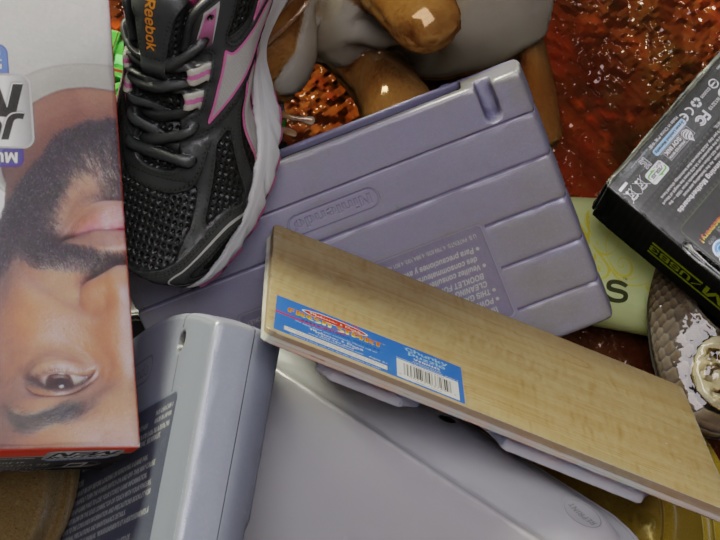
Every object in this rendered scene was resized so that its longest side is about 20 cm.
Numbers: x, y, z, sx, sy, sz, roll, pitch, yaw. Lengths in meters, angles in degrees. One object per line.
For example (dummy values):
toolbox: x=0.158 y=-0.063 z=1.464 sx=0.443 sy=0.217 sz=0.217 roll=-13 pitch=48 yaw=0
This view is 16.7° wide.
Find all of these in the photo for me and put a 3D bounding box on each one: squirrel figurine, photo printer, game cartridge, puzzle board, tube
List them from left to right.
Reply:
game cartridge: x=-0.089 y=0.091 z=1.030 sx=0.041 sy=0.200 sz=0.133 roll=21 pitch=68 yaw=-18
squirrel figurine: x=-0.013 y=-0.147 z=1.152 sx=0.186 sy=0.142 sz=0.200 roll=-12 pitch=56 yaw=-12
game cartridge: x=0.000 y=0.000 z=1.100 sx=0.200 sy=0.038 sz=0.130 roll=-20 pitch=110 yaw=5
photo printer: x=0.018 y=0.140 z=1.021 sx=0.200 sy=0.069 sz=0.167 roll=32 pitch=114 yaw=26
puzzle board: x=0.051 y=0.043 z=1.019 sx=0.200 sy=0.151 sz=0.017 roll=21 pitch=105 yaw=-7
tube: x=0.076 y=-0.009 z=1.154 sx=0.199 sy=0.052 sz=0.058 roll=7 pitch=112 yaw=-10

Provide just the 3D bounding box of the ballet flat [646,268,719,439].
ballet flat: x=0.180 y=-0.017 z=1.152 sx=0.067 sy=0.046 sz=0.200 roll=24 pitch=63 yaw=-20

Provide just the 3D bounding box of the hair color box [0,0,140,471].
hair color box: x=-0.156 y=-0.019 z=1.004 sx=0.111 sy=0.064 sz=0.201 roll=-1 pitch=77 yaw=-22

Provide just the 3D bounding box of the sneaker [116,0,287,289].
sneaker: x=-0.077 y=-0.094 z=1.033 sx=0.080 sy=0.086 sz=0.201 roll=11 pitch=92 yaw=20

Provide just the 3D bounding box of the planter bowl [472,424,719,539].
planter bowl: x=0.083 y=0.118 z=1.091 sx=0.200 sy=0.083 sz=0.201 roll=2 pitch=71 yaw=-5

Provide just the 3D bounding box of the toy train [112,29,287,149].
toy train: x=-0.127 y=-0.090 z=1.170 sx=0.199 sy=0.042 sz=0.057 roll=16 pitch=58 yaw=0

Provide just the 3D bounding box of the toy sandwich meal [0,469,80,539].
toy sandwich meal: x=-0.212 y=0.066 z=1.070 sx=0.205 sy=0.070 sz=0.206 roll=0 pitch=104 yaw=-2

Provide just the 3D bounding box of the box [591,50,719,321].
box: x=0.240 y=-0.041 z=1.124 sx=0.193 sy=0.048 sz=0.200 roll=40 pitch=72 yaw=5

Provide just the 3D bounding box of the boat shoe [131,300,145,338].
boat shoe: x=-0.163 y=0.001 z=1.121 sx=0.199 sy=0.068 sz=0.072 roll=2 pitch=69 yaw=-5
